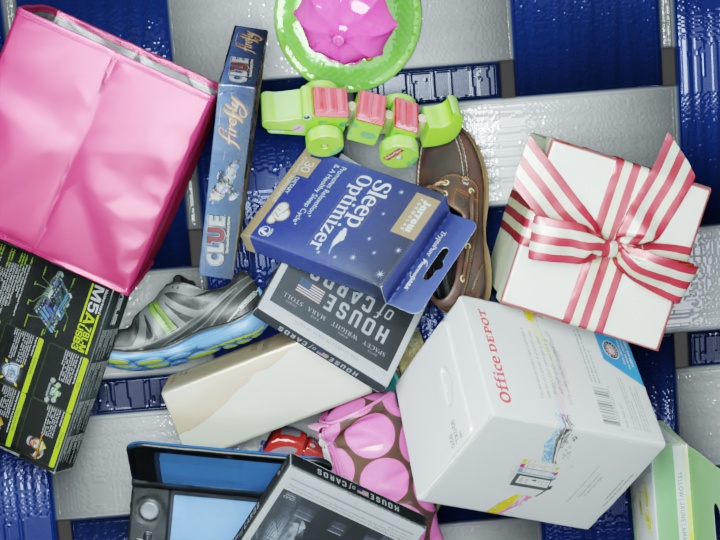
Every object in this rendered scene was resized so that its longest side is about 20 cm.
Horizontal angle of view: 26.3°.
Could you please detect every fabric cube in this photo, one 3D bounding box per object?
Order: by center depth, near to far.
[{"bbox_3d":[-0.258,-0.120,1.466,0.198,0.196,0.201,24,99,-5],"label":"fabric cube"}]

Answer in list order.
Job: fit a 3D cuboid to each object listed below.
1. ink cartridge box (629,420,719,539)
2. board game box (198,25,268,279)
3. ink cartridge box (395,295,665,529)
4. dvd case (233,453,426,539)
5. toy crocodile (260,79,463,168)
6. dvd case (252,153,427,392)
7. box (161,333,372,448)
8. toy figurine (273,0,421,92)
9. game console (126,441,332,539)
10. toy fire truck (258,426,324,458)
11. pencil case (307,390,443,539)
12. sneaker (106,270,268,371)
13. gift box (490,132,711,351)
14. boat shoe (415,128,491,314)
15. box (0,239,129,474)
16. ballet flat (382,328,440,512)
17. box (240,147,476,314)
[{"bbox_3d":[0.314,0.243,1.531,0.047,0.200,0.147,-7,99,-3],"label":"ink cartridge box"},{"bbox_3d":[-0.121,-0.113,1.467,0.034,0.136,0.202,8,120,-3],"label":"board game box"},{"bbox_3d":[0.158,0.139,1.486,0.198,0.148,0.145,13,132,-25],"label":"ink cartridge box"},{"bbox_3d":[-0.050,0.282,1.483,0.149,0.025,0.201,26,115,-14],"label":"dvd case"},{"bbox_3d":[0.001,-0.149,1.495,0.198,0.062,0.068,7,59,-11],"label":"toy crocodile"},{"bbox_3d":[0.000,0.000,1.520,0.149,0.025,0.201,31,59,-7],"label":"dvd case"},{"bbox_3d":[-0.092,0.114,1.556,0.198,0.095,0.078,-21,97,0],"label":"box"},{"bbox_3d":[-0.006,-0.267,1.457,0.148,0.184,0.202,9,97,-3],"label":"toy figurine"},{"bbox_3d":[-0.133,0.247,1.511,0.198,0.118,0.173,5,96,-2],"label":"game console"},{"bbox_3d":[-0.136,0.238,1.594,0.140,0.049,0.201,28,96,-5],"label":"toy fire truck"},{"bbox_3d":[0.020,0.224,1.547,0.093,0.090,0.202,-25,97,-35],"label":"pencil case"},{"bbox_3d":[-0.191,0.051,1.564,0.198,0.071,0.084,-16,77,3],"label":"sneaker"},{"bbox_3d":[0.223,-0.047,1.494,0.183,0.187,0.202,12,99,-4],"label":"gift box"},{"bbox_3d":[0.087,-0.055,1.511,0.070,0.070,0.202,-20,68,31],"label":"boat shoe"},{"bbox_3d":[-0.344,0.072,1.536,0.192,0.047,0.202,21,97,14],"label":"box"},{"bbox_3d":[0.063,0.151,1.584,0.070,0.071,0.202,-16,100,1],"label":"ballet flat"},{"bbox_3d":[-0.001,-0.041,1.467,0.199,0.033,0.122,21,60,27],"label":"box"}]
